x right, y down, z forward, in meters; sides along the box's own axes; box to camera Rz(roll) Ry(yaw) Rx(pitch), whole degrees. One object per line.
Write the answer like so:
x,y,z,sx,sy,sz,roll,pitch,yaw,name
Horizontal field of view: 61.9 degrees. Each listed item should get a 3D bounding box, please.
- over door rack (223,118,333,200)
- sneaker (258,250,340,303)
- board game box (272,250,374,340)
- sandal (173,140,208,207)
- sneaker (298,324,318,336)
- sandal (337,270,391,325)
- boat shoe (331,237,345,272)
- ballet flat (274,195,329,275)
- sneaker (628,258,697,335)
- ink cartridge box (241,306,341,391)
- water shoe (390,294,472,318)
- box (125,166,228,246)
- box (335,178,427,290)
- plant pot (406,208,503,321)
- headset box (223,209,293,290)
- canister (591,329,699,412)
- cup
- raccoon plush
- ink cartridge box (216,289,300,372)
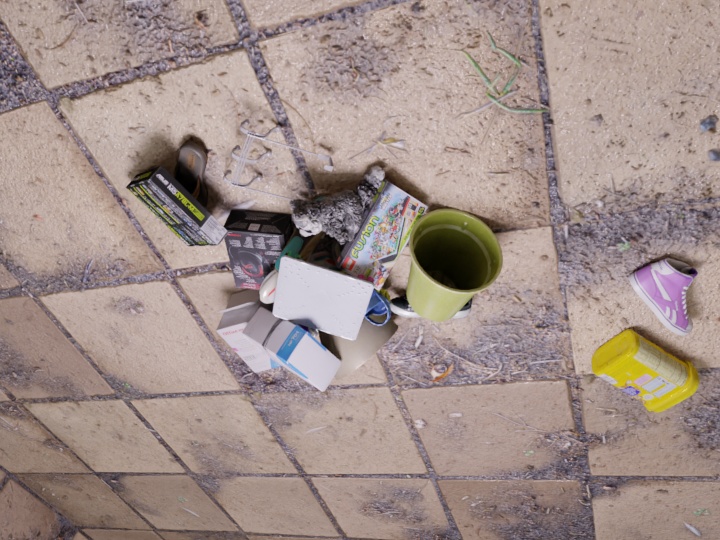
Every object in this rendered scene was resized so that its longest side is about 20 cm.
-0.168,-0.213,1.231,0.196,0.068,0.149,21,134,-14,over door rack
-0.131,0.030,1.351,0.196,0.094,0.071,-25,138,-18,sneaker
-0.082,0.056,1.278,0.195,0.026,0.202,17,138,-1,board game box
-0.372,-0.190,1.307,0.080,0.055,0.201,21,139,-6,sandal
-0.155,0.097,1.510,0.098,0.070,0.201,26,165,27,sneaker
0.002,0.065,1.339,0.197,0.088,0.080,21,119,-35,sandal
0.000,0.000,1.380,0.072,0.076,0.202,-14,135,17,boat shoe
-0.116,-0.071,1.310,0.068,0.202,0.063,36,-179,34,ballet flat
0.671,0.054,1.262,0.199,0.074,0.114,38,127,-21,sneaker
-0.161,0.180,1.390,0.198,0.087,0.147,22,161,46,ink cartridge box
0.164,0.062,1.412,0.194,0.072,0.081,2,115,4,water shoe
-0.405,-0.134,1.320,0.200,0.048,0.191,47,158,-26,box
0.043,-0.073,1.242,0.108,0.035,0.203,26,99,-23,box
0.177,0.007,1.275,0.195,0.204,0.186,16,146,-1,plant pot
-0.228,-0.035,1.404,0.144,0.076,0.203,5,134,9,headset box
0.670,0.237,1.424,0.197,0.088,0.149,29,133,-12,canister
-0.026,0.145,1.463,0.144,0.200,0.200,50,129,0,cup
-0.057,-0.150,1.216,0.132,0.097,0.203,27,92,-27,raccoon plush
-0.263,0.142,1.545,0.126,0.127,0.202,-15,128,26,ink cartridge box
